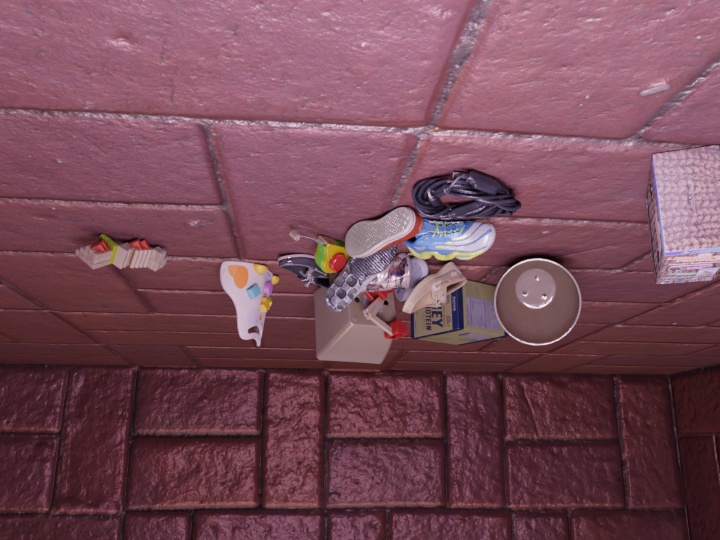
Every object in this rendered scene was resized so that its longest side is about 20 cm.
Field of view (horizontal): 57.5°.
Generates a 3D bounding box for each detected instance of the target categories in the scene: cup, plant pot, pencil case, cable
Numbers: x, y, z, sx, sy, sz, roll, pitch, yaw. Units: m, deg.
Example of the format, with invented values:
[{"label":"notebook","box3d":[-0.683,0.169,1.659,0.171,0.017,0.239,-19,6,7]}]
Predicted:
[{"label":"cup","box3d":[0.420,0.060,1.570,0.195,0.206,0.143,-4,-170,15]},{"label":"plant pot","box3d":[-0.003,0.116,1.749,0.195,0.205,0.177,7,151,-22]},{"label":"pencil case","box3d":[0.024,0.004,1.516,0.194,0.092,0.078,-3,-168,0]},{"label":"cable","box3d":[0.188,-0.118,1.159,0.196,0.052,0.162,11,161,-35]}]

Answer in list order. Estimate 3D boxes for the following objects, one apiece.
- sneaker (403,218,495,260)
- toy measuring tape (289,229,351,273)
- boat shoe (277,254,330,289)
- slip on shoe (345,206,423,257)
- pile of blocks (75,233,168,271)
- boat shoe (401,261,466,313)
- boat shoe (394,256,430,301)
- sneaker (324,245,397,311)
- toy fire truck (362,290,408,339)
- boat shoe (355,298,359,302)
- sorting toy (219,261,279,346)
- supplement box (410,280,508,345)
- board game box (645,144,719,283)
[{"label":"sneaker","box3d":[0.164,-0.064,1.301,0.197,0.078,0.104,-12,160,39]},{"label":"toy measuring tape","box3d":[-0.087,-0.035,1.392,0.072,0.076,0.198,-12,165,36]},{"label":"boat shoe","box3d":[-0.112,0.008,1.573,0.197,0.064,0.072,14,159,-40]},{"label":"slip on shoe","box3d":[0.043,-0.070,1.297,0.060,0.076,0.197,11,156,-44]},{"label":"pile of blocks","box3d":[-0.507,-0.049,1.419,0.197,0.082,0.063,3,124,-46]},{"label":"boat shoe","box3d":[0.176,0.050,1.532,0.198,0.065,0.073,-32,158,-38]},{"label":"boat shoe","box3d":[0.136,0.012,1.603,0.070,0.073,0.200,-21,166,-20]},{"label":"sneaker","box3d":[0.000,0.000,1.433,0.200,0.074,0.089,-44,179,5]},{"label":"toy fire truck","box3d":[0.035,0.076,1.615,0.197,0.144,0.048,25,144,-36]},{"label":"boat shoe","box3d":[0.010,0.127,1.969,0.197,0.073,0.090,12,156,-42]},{"label":"sorting toy","box3d":[-0.271,0.091,1.647,0.104,0.185,0.200,-3,165,11]},{"label":"supplement box","box3d":[0.273,0.120,1.827,0.196,0.138,0.198,11,161,-34]},{"label":"board game box","box3d":[0.532,-0.083,1.076,0.094,0.164,0.200,-5,163,19]}]
